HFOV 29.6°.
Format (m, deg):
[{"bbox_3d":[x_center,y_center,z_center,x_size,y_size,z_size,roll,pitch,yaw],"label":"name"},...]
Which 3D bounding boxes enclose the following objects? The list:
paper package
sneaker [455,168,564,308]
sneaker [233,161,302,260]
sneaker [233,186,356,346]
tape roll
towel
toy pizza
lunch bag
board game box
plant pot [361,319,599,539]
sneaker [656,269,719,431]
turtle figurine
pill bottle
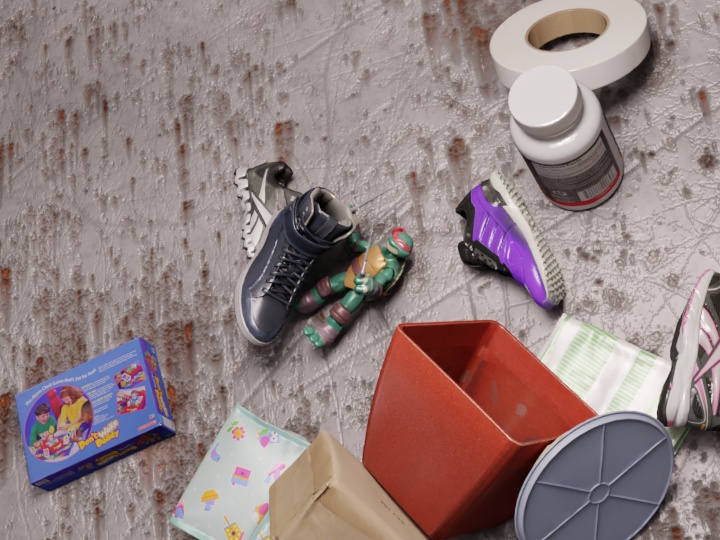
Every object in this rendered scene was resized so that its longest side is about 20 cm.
[{"bbox_3d":[0.001,0.295,1.493,0.200,0.191,0.103,44,95,-11],"label":"paper package"},{"bbox_3d":[0.176,-0.022,1.679,0.099,0.070,0.200,-32,56,15],"label":"sneaker"},{"bbox_3d":[-0.111,-0.066,1.811,0.090,0.066,0.200,-22,60,15],"label":"sneaker"},{"bbox_3d":[-0.081,-0.012,1.684,0.146,0.077,0.203,-26,42,52],"label":"sneaker"},{"bbox_3d":[0.263,-0.288,1.716,0.203,0.037,0.203,-13,36,10],"label":"tape roll"},{"bbox_3d":[0.284,0.151,1.581,0.200,0.023,0.153,27,80,30],"label":"towel"},{"bbox_3d":[0.249,0.231,1.468,0.200,0.200,0.032,-43,38,1],"label":"toy pizza"},{"bbox_3d":[-0.098,0.281,1.629,0.200,0.122,0.170,27,78,21],"label":"lunch bag"},{"bbox_3d":[-0.355,0.191,1.815,0.200,0.045,0.135,-24,61,11],"label":"board game box"},{"bbox_3d":[0.119,0.186,1.532,0.200,0.200,0.176,45,116,31],"label":"plant pot"},{"bbox_3d":[0.393,0.098,1.529,0.086,0.080,0.200,17,64,7],"label":"sneaker"},{"bbox_3d":[0.000,0.000,1.717,0.200,0.101,0.150,-46,30,16],"label":"turtle figurine"},{"bbox_3d":[0.242,-0.161,1.628,0.111,0.200,0.111,-9,64,19],"label":"pill bottle"}]
